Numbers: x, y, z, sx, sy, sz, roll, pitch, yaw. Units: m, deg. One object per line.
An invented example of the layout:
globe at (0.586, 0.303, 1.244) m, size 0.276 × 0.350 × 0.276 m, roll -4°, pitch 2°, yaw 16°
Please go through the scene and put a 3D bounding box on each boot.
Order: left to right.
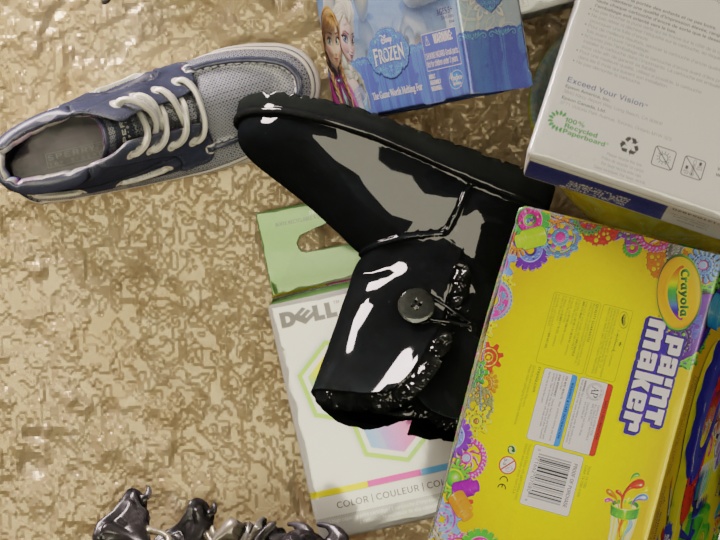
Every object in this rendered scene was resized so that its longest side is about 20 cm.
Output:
boot at (-0.120, -0.084, 1.637) m, size 0.200 × 0.090 × 0.073 m, roll -20°, pitch 92°, yaw 2°
boot at (0.000, 0.000, 1.588) m, size 0.200 × 0.076 × 0.168 m, roll 19°, pitch 75°, yaw 2°

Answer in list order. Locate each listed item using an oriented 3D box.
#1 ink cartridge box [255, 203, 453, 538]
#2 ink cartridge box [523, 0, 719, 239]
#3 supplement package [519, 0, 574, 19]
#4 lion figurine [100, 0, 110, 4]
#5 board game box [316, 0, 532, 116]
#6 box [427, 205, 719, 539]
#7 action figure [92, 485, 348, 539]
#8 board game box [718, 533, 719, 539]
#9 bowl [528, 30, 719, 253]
ink cartridge box at (0.005, 0.053, 1.656) m, size 0.104 × 0.059 × 0.200 m, roll -12°, pitch 92°, yaw 2°
ink cartridge box at (0.209, -0.115, 1.502) m, size 0.199 × 0.041 × 0.200 m, roll 19°, pitch 74°, yaw 2°
supplement package at (0.166, -0.220, 1.587) m, size 0.200 × 0.114 × 0.110 m, roll -15°, pitch 92°, yaw 3°
lion figurine at (-0.115, -0.265, 1.642) m, size 0.200 × 0.072 × 0.123 m, roll -42°, pitch 84°, yaw 6°
board game box at (0.024, -0.192, 1.578) m, size 0.043 × 0.200 × 0.199 m, roll -9°, pitch 91°, yaw -22°
box at (0.143, 0.085, 1.569) m, size 0.122 × 0.193 × 0.200 m, roll 14°, pitch 87°, yaw 19°
action figure at (-0.060, 0.188, 1.603) m, size 0.200 × 0.119 × 0.102 m, roll 11°, pitch 82°, yaw 39°
board game box at (0.196, 0.228, 1.673) m, size 0.134 × 0.034 × 0.200 m, roll 31°, pitch 92°, yaw 0°
bowl at (0.205, -0.071, 1.612) m, size 0.200 × 0.200 × 0.108 m, roll -15°, pitch 133°, yaw 2°
